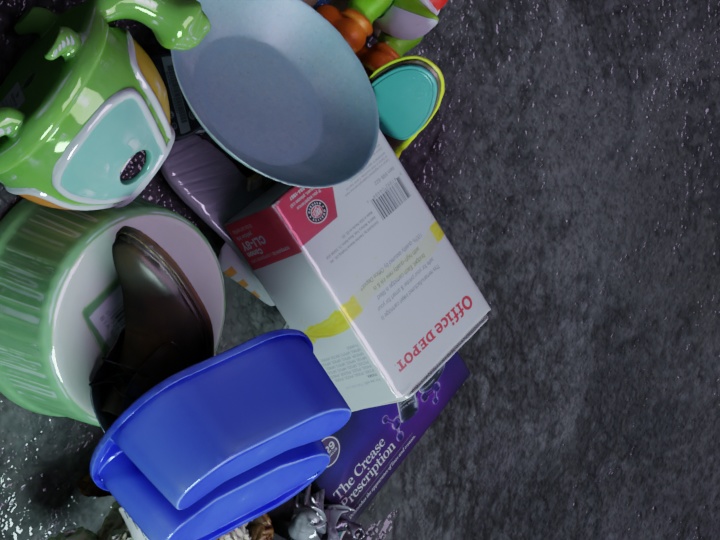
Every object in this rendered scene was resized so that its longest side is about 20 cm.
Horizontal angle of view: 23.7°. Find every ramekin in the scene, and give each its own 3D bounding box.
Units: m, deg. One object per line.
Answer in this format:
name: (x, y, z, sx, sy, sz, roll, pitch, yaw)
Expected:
ramekin: (-0.203, 0.030, 1.377, 0.199, 0.097, 0.201, -14, 111, -41)

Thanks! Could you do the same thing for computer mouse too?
computer mouse: (-0.127, -0.127, 1.441, 0.200, 0.046, 0.141, -30, 108, -45)

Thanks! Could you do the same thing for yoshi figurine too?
yoshi figurine: (0.043, -0.273, 1.545, 0.112, 0.112, 0.200, 41, 85, 0)

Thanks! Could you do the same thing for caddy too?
caddy: (-0.105, 0.119, 1.275, 0.199, 0.105, 0.142, -23, 153, -34)

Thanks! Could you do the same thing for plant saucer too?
plant saucer: (-0.076, -0.147, 1.405, 0.200, 0.039, 0.202, 20, 52, -28)

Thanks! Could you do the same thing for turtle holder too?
turtle holder: (-0.205, -0.131, 1.296, 0.132, 0.141, 0.186, 37, 67, -28)

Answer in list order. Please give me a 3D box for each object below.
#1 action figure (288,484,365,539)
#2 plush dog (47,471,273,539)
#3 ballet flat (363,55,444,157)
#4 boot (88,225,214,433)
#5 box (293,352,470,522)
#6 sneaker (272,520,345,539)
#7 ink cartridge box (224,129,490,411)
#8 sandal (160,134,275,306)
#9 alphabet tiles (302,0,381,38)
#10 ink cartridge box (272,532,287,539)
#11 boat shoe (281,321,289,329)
action figure: (-0.027, 0.277, 1.533, 0.130, 0.069, 0.201, -70, 156, -47)
plush dog: (-0.148, 0.210, 1.413, 0.199, 0.172, 0.161, 27, 110, -15)
ballet flat: (0.022, -0.134, 1.516, 0.067, 0.200, 0.067, 30, 46, -3)
boot: (-0.164, 0.068, 1.304, 0.097, 0.074, 0.201, -43, 129, -31)
box: (-0.004, 0.117, 1.609, 0.200, 0.079, 0.141, -50, 128, -22)
sneaker: (-0.046, 0.329, 1.628, 0.093, 0.070, 0.201, -6, 103, -36)
ink cartridge box: (0.000, 0.000, 1.469, 0.145, 0.083, 0.201, -41, 103, -39)
sandal: (-0.106, -0.038, 1.488, 0.207, 0.059, 0.079, 46, 51, -19)
alphabet tiles: (-0.013, -0.304, 1.534, 0.200, 0.006, 0.167, 41, 72, -42)
ink cartridge box: (-0.154, 0.323, 1.514, 0.199, 0.084, 0.146, -18, 113, -40)
boat shoe: (-0.025, 0.001, 1.558, 0.074, 0.066, 0.201, 103, 6, -54)
